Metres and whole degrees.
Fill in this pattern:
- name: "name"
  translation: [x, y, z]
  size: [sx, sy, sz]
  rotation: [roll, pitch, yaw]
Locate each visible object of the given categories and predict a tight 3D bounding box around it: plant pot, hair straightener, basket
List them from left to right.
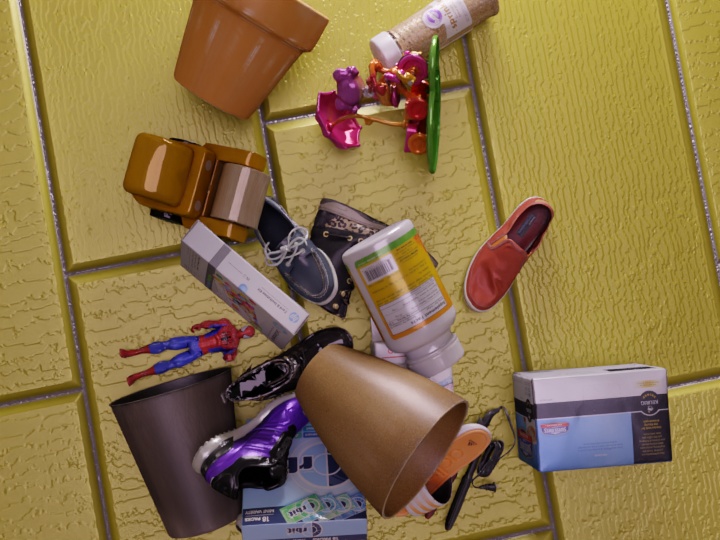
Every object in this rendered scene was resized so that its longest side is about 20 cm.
- name: "basket"
  translation: [-0.241, 0.260, 1.362]
  size: [0.177, 0.136, 0.204]
  rotation: [-16, 93, -20]
- name: "plant pot"
  translation: [-0.171, -0.327, 1.375]
  size: [0.198, 0.200, 0.185]
  rotation: [30, 102, -2]
- name: "plant pot"
  translation: [0.013, 0.195, 1.293]
  size: [0.199, 0.186, 0.188]
  rotation: [34, 85, 21]
- name: "hair straightener"
  translation: [0.174, 0.297, 1.436]
  size: [0.076, 0.041, 0.202]
  rotation: [30, 81, -2]

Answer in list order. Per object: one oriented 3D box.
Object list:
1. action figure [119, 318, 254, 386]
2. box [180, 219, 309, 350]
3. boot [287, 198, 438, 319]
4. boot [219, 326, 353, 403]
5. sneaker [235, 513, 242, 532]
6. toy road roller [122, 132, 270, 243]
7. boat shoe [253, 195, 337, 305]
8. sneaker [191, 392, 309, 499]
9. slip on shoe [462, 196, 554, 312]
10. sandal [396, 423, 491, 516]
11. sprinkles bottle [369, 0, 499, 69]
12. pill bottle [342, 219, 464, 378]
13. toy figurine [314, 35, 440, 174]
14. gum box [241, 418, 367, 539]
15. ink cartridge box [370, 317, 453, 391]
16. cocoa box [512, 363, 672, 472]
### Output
- name: "action figure"
  translation: [-0.247, 0.114, 1.387]
  size: [0.196, 0.099, 0.067]
  rotation: [-16, 90, -7]
- name: "box"
  translation: [-0.167, 0.025, 1.362]
  size: [0.199, 0.156, 0.041]
  rotation: [39, 74, -2]
- name: "boot"
  translation: [0.000, 0.000, 1.416]
  size: [0.197, 0.073, 0.153]
  rotation: [27, 85, 2]
- name: "boot"
  translation: [-0.096, 0.139, 1.352]
  size: [0.197, 0.174, 0.070]
  rotation: [-28, 85, -5]
- name: "sneaker"
  translation: [-0.091, 0.331, 1.379]
  size: [0.197, 0.075, 0.083]
  rotation: [-6, 78, -32]
- name: "toy road roller"
  translation: [-0.240, -0.124, 1.349]
  size: [0.197, 0.146, 0.125]
  rotation: [13, 86, 26]
- name: "boat shoe"
  translation: [-0.103, -0.035, 1.379]
  size: [0.074, 0.062, 0.201]
  rotation: [-37, 64, 8]
- name: "sneaker"
  translation: [-0.123, 0.247, 1.309]
  size: [0.198, 0.070, 0.099]
  rotation: [-29, 53, -35]
- name: "slip on shoe"
  translation: [0.221, -0.026, 1.438]
  size: [0.074, 0.061, 0.201]
  rotation: [38, 87, -3]
- name: "sandal"
  translation: [0.106, 0.297, 1.373]
  size: [0.079, 0.060, 0.207]
  rotation: [34, 115, -26]
- name: "sprinkles bottle"
  translation: [0.111, -0.365, 1.444]
  size: [0.198, 0.068, 0.069]
  rotation: [-33, 90, -5]
- name: "pill bottle"
  translation: [0.065, 0.043, 1.331]
  size: [0.110, 0.111, 0.203]
  rotation: [-28, 95, -4]
- name: "toy figurine"
  translation: [0.022, -0.242, 1.393]
  size: [0.180, 0.151, 0.203]
  rotation: [3, 128, 8]
- name: "gum box"
  translation: [-0.079, 0.287, 1.342]
  size: [0.166, 0.202, 0.045]
  rotation: [-2, 125, -3]
- name: "ink cartridge box"
  translation: [0.076, 0.160, 1.416]
  size: [0.114, 0.067, 0.205]
  rotation: [-5, 88, -4]
- name: "cocoa box"
  translation: [0.332, 0.211, 1.396]
  size: [0.195, 0.133, 0.134]
  rotation: [-4, 88, -4]
